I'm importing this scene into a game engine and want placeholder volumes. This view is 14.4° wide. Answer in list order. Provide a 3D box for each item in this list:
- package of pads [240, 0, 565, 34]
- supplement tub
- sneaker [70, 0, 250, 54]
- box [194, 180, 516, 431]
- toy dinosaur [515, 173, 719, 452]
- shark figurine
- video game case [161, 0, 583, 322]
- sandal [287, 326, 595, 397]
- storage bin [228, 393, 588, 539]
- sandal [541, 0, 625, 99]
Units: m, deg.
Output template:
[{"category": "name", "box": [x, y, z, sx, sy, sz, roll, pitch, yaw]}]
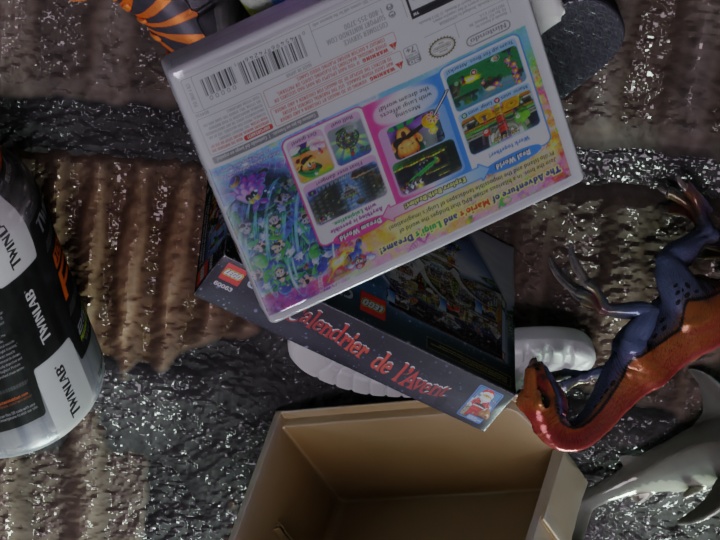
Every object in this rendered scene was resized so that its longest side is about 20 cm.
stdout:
[{"category": "package of pads", "box": [0.007, -0.178, 1.559, 0.154, 0.068, 0.200, -34, 127, 2]}, {"category": "supplement tub", "box": [-0.238, 0.007, 1.725, 0.122, 0.123, 0.200, -8, 131, 10]}, {"category": "sneaker", "box": [-0.121, -0.160, 1.616, 0.112, 0.078, 0.200, -13, 118, 19]}, {"category": "box", "box": [0.000, 0.000, 1.697, 0.200, 0.137, 0.038, 26, 127, -18]}, {"category": "toy dinosaur", "box": [0.174, 0.034, 1.687, 0.199, 0.182, 0.105, 2, 140, 31]}, {"category": "shark figurine", "box": [0.208, 0.111, 1.840, 0.214, 0.128, 0.090, -13, 105, 36]}, {"category": "video game case", "box": [0.010, -0.082, 1.565, 0.199, 0.024, 0.182, -25, 127, -5]}, {"category": "sandal", "box": [0.048, 0.044, 1.795, 0.202, 0.050, 0.083, 6, 147, -19]}, {"category": "storage bin", "box": [0.020, 0.188, 1.784, 0.198, 0.200, 0.094, -7, 136, 32]}, {"category": "sandal", "box": [0.069, -0.103, 1.674, 0.200, 0.043, 0.076, -33, 129, 16]}]
